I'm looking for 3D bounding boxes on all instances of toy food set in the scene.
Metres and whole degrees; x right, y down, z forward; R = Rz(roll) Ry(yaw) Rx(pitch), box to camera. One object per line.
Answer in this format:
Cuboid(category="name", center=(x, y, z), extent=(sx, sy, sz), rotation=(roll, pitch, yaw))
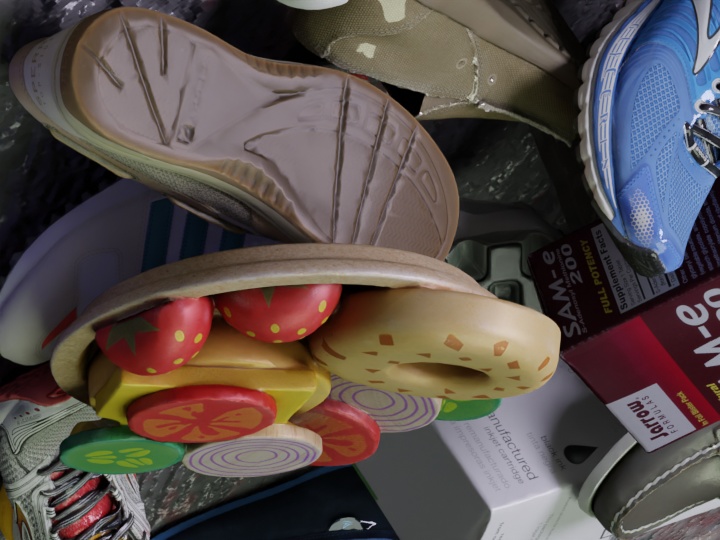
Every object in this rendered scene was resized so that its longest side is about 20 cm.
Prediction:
Cuboid(category="toy food set", center=(-0.028, 0.042, 1.036), extent=(0.199, 0.049, 0.198), rotation=(2, 159, -18))

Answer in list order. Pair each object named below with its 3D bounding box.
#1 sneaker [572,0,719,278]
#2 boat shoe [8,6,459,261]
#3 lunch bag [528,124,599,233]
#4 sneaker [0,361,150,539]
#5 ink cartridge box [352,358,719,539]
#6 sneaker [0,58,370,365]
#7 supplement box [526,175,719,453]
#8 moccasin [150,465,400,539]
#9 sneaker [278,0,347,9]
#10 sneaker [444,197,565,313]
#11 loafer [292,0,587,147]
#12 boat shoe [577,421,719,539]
Cuboid(category="sneaker", center=(0.151, -0.088, 1.065), extent=(0.079, 0.089, 0.200), rotation=(51, 52, -50))
Cuboid(category="boat shoe", center=(-0.046, -0.050, 1.000), extent=(0.200, 0.072, 0.065), rotation=(21, 167, -35))
Cuboid(category="lunch bag", center=(0.200, -0.040, 1.214), extent=(0.164, 0.118, 0.200), rotation=(-31, 144, 18))
Cuboid(category="sneaker", center=(-0.130, 0.104, 1.193), extent=(0.078, 0.082, 0.200), rotation=(-26, 152, -14))
Cuboid(category="ink cartridge box", center=(0.096, 0.070, 1.315), extent=(0.200, 0.146, 0.084), rotation=(-15, 146, -33))
Cuboid(category="sneaker", center=(-0.061, -0.003, 1.068), extent=(0.199, 0.094, 0.070), rotation=(-33, 163, -3))
Cuboid(category="supplement box", center=(0.187, -0.004, 1.111), extent=(0.200, 0.061, 0.109), rotation=(-27, 142, 15))
Cuboid(category="moccasin", center=(-0.065, 0.169, 1.387), extent=(0.200, 0.068, 0.081), rotation=(-26, 153, -13))
Cuboid(category="sneaker", center=(0.034, -0.172, 0.922), extent=(0.200, 0.074, 0.087), rotation=(-32, 160, 8))
Cuboid(category="sneaker", center=(0.000, 0.000, 1.180), extent=(0.199, 0.089, 0.074), rotation=(-1, 119, -10))
Cuboid(category="loafer", center=(0.038, -0.098, 1.060), extent=(0.067, 0.076, 0.200), rotation=(-41, 142, 17))
Cuboid(category="boat shoe", center=(0.202, 0.077, 1.230), extent=(0.201, 0.060, 0.072), rotation=(-30, 153, -8))
